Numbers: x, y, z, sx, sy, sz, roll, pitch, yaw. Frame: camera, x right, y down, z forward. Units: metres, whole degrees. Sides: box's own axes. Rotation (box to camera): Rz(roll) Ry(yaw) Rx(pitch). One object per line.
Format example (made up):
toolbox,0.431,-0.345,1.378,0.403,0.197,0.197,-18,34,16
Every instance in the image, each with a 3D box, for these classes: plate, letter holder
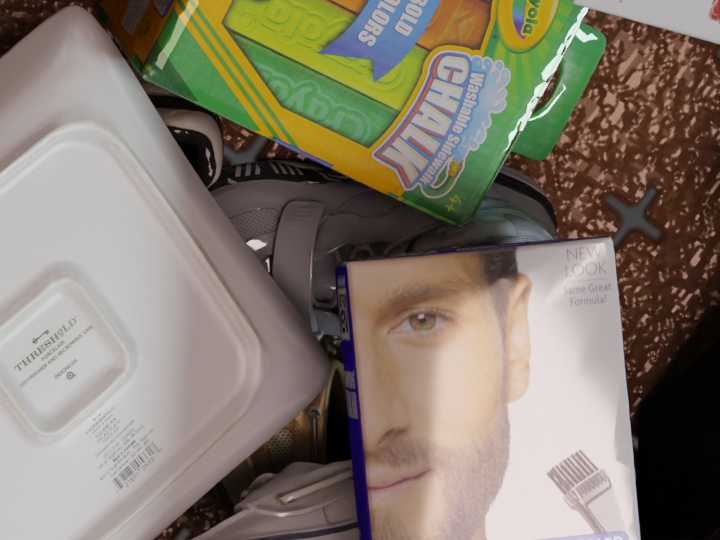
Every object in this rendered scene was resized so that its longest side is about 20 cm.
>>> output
plate,-0.125,0.032,1.170,0.199,0.032,0.200,-42,114,-18
letter holder,0.231,0.079,1.301,0.141,0.101,0.200,21,142,-18

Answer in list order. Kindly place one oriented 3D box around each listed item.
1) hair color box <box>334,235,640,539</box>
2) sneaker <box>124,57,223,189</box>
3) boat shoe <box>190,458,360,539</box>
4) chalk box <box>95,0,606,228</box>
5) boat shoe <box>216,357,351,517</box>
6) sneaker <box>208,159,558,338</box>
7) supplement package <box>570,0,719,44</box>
hair color box,0.053,0.091,1.180,0.109,0.065,0.201,-6,88,-4
sneaker,-0.144,-0.017,1.236,0.200,0.088,0.076,-37,114,1
boat shoe,-0.021,0.112,1.242,0.199,0.066,0.072,-18,141,-15
chalk box,0.012,-0.106,1.228,0.199,0.124,0.125,23,101,-20
boat shoe,-0.010,0.131,1.314,0.076,0.072,0.201,-6,114,25
sneaker,0.000,0.000,1.264,0.199,0.115,0.076,-6,108,-13
supplement package,0.154,-0.168,1.194,0.199,0.120,0.122,10,125,-42
